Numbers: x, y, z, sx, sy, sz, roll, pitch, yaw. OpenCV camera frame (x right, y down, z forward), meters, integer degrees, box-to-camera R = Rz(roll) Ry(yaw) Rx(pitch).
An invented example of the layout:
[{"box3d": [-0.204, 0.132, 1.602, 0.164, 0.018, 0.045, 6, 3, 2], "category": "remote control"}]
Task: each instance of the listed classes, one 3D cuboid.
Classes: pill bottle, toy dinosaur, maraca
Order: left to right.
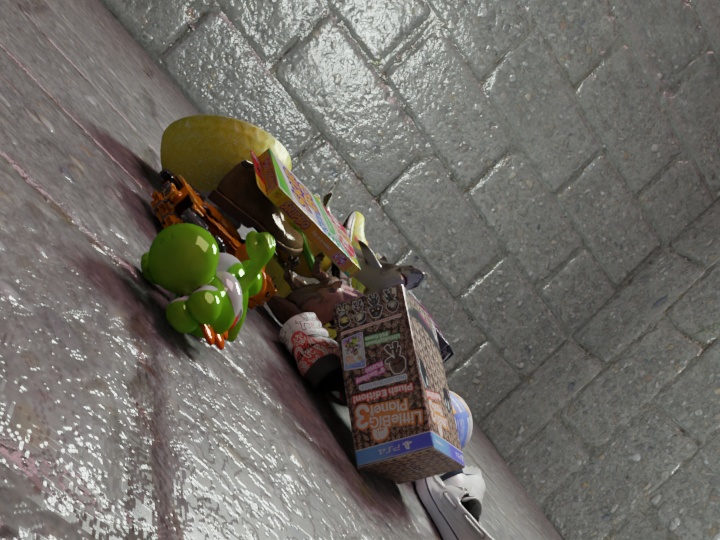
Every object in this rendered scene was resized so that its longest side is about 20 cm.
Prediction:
[{"box3d": [-0.097, -0.079, 1.183, 0.138, 0.105, 0.204, 73, -2, -67], "category": "maraca"}, {"box3d": [-0.063, 0.055, 1.052, 0.087, 0.195, 0.138, -78, 156, -49], "category": "toy dinosaur"}, {"box3d": [0.100, 0.239, 1.108, 0.112, 0.112, 0.199, 49, 9, 18], "category": "pill bottle"}]

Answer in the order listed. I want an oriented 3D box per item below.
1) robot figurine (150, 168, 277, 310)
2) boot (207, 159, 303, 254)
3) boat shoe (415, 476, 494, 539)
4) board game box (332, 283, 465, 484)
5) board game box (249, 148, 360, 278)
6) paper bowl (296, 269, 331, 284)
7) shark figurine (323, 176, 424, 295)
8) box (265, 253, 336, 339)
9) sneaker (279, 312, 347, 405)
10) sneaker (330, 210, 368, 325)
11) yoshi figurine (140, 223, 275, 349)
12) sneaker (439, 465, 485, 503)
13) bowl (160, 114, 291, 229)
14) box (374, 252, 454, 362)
[{"box3d": [-0.185, -0.038, 0.907, 0.145, 0.058, 0.200, 50, 1, 43], "category": "robot figurine"}, {"box3d": [-0.124, -0.083, 1.017, 0.073, 0.076, 0.200, 34, -2, 32], "category": "boot"}, {"box3d": [0.135, 0.329, 0.986, 0.074, 0.065, 0.200, 47, 3, -29], "category": "boat shoe"}, {"box3d": [0.049, 0.147, 0.920, 0.159, 0.095, 0.205, 45, 31, -61], "category": "board game box"}, {"box3d": [-0.073, -0.079, 0.976, 0.200, 0.030, 0.096, 42, 18, -37], "category": "board game box"}, {"box3d": [-0.056, 0.052, 1.439, 0.202, 0.104, 0.201, 49, 1, -2], "category": "paper bowl"}, {"box3d": [0.006, -0.029, 1.127, 0.214, 0.129, 0.089, 45, 38, 16], "category": "shark figurine"}, {"box3d": [-0.115, 0.037, 1.173, 0.201, 0.050, 0.075, 49, 2, -5], "category": "box"}, {"box3d": [-0.043, 0.118, 1.007, 0.109, 0.067, 0.201, 52, 5, 24], "category": "sneaker"}, {"box3d": [0.000, 0.000, 1.191, 0.088, 0.205, 0.078, 8, -24, -13], "category": "sneaker"}, {"box3d": [-0.142, -0.003, 0.679, 0.111, 0.114, 0.200, 32, 6, -4], "category": "yoshi figurine"}, {"box3d": [0.161, 0.359, 1.158, 0.082, 0.076, 0.200, 62, 12, 27], "category": "sneaker"}, {"box3d": [-0.203, -0.122, 1.063, 0.200, 0.195, 0.110, 46, 46, -55], "category": "bowl"}, {"box3d": [0.049, 0.095, 1.245, 0.201, 0.131, 0.115, 52, 2, 17], "category": "box"}]
